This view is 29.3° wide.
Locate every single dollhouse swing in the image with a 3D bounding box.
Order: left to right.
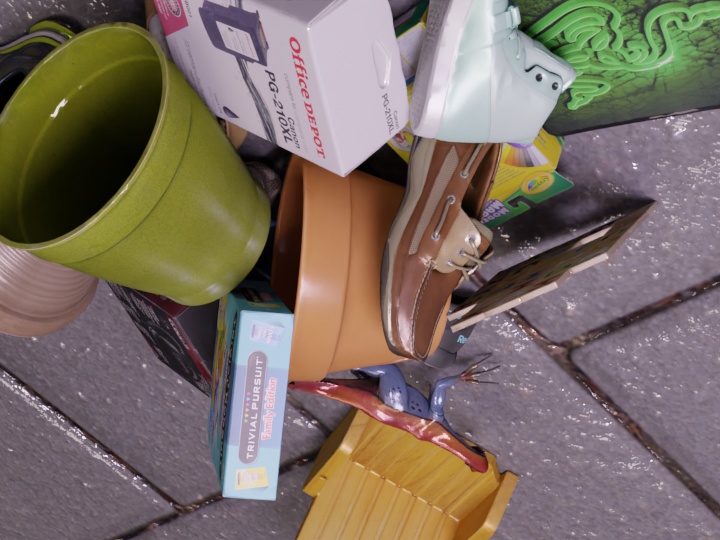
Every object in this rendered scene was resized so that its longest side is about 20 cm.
[{"bbox_3d":[0.035,0.283,1.520,0.198,0.177,0.182,30,139,-6],"label":"dollhouse swing"}]

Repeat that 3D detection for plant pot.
[{"bbox_3d":[-0.294,-0.052,1.218,0.092,0.202,0.201,-30,117,31],"label":"plant pot"},{"bbox_3d":[-0.179,-0.067,1.149,0.198,0.203,0.193,-8,150,32],"label":"plant pot"},{"bbox_3d":[0.000,0.000,1.209,0.138,0.202,0.201,5,141,-11],"label":"plant pot"}]

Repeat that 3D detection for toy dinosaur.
[{"bbox_3d":[0.047,0.150,1.403,0.182,0.199,0.105,54,158,12],"label":"toy dinosaur"}]

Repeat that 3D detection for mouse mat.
[{"bbox_3d":[0.209,-0.184,1.058,0.198,0.008,0.162,-7,125,30],"label":"mouse mat"}]

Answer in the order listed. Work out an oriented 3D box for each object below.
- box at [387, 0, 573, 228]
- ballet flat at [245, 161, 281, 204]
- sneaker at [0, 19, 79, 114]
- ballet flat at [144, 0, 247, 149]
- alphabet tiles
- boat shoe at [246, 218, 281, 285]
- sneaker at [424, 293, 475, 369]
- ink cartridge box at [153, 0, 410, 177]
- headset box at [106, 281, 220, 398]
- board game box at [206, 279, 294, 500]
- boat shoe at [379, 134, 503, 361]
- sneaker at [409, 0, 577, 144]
[{"bbox_3d":[0.084,-0.126,1.163,0.117,0.049,0.200,-26,117,41],"label":"box"},{"bbox_3d":[-0.154,-0.070,1.339,0.198,0.046,0.068,-12,96,37],"label":"ballet flat"},{"bbox_3d":[-0.339,-0.167,1.295,0.199,0.081,0.074,-23,121,41],"label":"sneaker"},{"bbox_3d":[-0.146,-0.177,1.207,0.068,0.063,0.202,1,134,24],"label":"ballet flat"},{"bbox_3d":[0.151,0.001,1.142,0.166,0.200,0.008,-25,94,30],"label":"alphabet tiles"},{"bbox_3d":[-0.085,0.027,1.372,0.083,0.069,0.201,7,147,32],"label":"boat shoe"},{"bbox_3d":[0.028,0.006,1.327,0.199,0.076,0.080,37,109,-5],"label":"sneaker"},{"bbox_3d":[-0.067,-0.182,1.091,0.199,0.084,0.146,28,147,36],"label":"ink cartridge box"},{"bbox_3d":[-0.164,0.051,1.378,0.199,0.077,0.150,25,151,50],"label":"headset box"},{"bbox_3d":[-0.099,0.096,1.192,0.046,0.200,0.153,5,96,-10],"label":"board game box"},{"bbox_3d":[0.067,-0.028,1.094,0.073,0.203,0.076,8,170,23],"label":"boat shoe"},{"bbox_3d":[0.114,-0.193,1.052,0.116,0.074,0.203,7,114,-15],"label":"sneaker"}]
